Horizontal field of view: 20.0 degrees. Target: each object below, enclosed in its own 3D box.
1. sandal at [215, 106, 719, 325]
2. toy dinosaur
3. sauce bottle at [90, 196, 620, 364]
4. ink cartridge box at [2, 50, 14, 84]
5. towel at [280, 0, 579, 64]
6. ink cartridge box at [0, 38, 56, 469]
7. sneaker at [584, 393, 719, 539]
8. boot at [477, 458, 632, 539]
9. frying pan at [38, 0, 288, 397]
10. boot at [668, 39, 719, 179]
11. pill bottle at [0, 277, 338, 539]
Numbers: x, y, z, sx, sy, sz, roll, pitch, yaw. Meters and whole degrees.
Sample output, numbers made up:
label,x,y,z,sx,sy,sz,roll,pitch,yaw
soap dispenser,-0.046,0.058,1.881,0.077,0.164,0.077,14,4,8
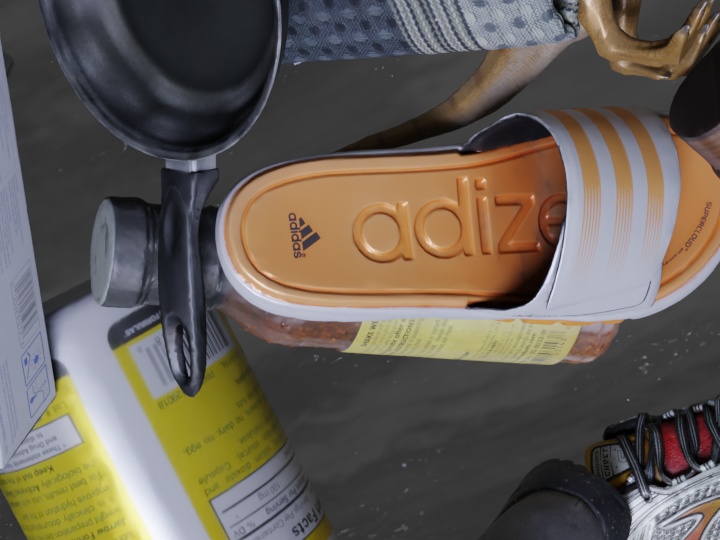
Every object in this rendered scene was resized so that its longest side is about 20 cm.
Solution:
label,x,y,z,sx,sy,sz,roll,pitch,yaw
sandal,0.054,-0.017,0.728,0.207,0.079,0.059,-8,174,-20
toy dinosaur,0.072,-0.098,0.732,0.106,0.060,0.200,33,126,13
sauce bottle,0.000,0.000,0.772,0.200,0.066,0.066,4,132,-21
ink cartridge box,-0.249,-0.033,0.792,0.145,0.084,0.200,31,127,-19
towel,-0.039,-0.154,0.683,0.192,0.035,0.200,-1,132,30
ink cartridge box,-0.163,-0.027,0.689,0.094,0.044,0.200,14,133,16
sneaker,0.140,0.092,0.854,0.082,0.078,0.200,26,127,-13
boot,0.032,0.174,0.841,0.070,0.132,0.200,30,127,12
frying pan,-0.051,-0.059,0.686,0.115,0.031,0.190,-19,95,44
boot,0.237,-0.056,0.736,0.200,0.064,0.186,36,117,-29
pill bottle,-0.075,0.099,0.818,0.111,0.111,0.200,-24,96,24
